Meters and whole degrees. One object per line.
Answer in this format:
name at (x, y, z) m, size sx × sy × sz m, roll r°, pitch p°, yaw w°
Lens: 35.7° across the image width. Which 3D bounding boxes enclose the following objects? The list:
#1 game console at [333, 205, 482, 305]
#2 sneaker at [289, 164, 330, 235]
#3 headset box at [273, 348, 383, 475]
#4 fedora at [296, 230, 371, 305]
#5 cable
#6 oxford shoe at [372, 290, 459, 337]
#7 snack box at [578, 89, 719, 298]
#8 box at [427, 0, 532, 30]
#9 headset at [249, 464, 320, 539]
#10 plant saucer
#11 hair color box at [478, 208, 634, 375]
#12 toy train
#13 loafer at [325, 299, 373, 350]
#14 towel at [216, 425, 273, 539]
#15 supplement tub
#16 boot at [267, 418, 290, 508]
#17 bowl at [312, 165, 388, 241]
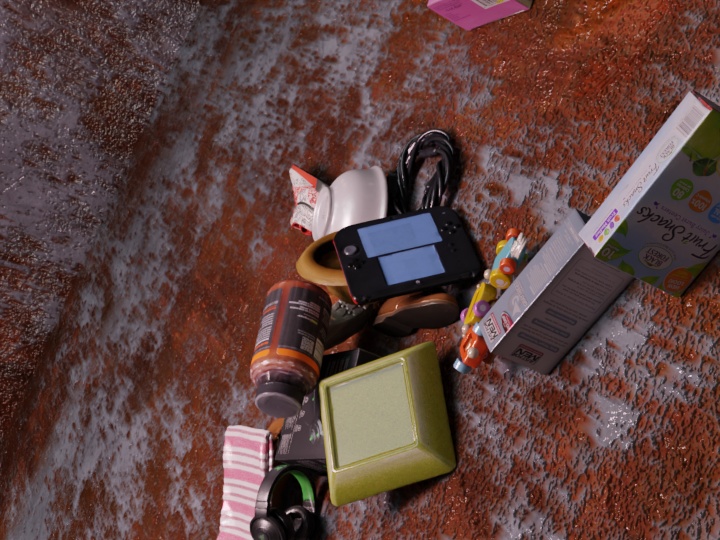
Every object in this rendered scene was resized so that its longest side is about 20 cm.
game console at (0.067, -0.027, 1.689) m, size 0.177 × 0.199 × 0.031 m, roll -110°, pitch 8°, yaw -54°
sneaker at (-0.112, -0.136, 2.193) m, size 0.108 × 0.067 × 0.201 m, roll -62°, pitch 30°, yaw 4°
headset box at (-0.031, 0.223, 1.746) m, size 0.200 × 0.093 × 0.175 m, roll -18°, pitch 54°, yaw 55°
fedora at (0.000, 0.000, 1.780) m, size 0.201 × 0.200 × 0.082 m, roll -126°, pitch 22°, yaw -59°
cable at (0.103, -0.141, 1.848) m, size 0.163 × 0.051 × 0.200 m, roll -45°, pitch 31°, yaw 26°
oxford shoe at (0.085, 0.050, 1.702) m, size 0.200 × 0.071 × 0.072 m, roll -15°, pitch 51°, yaw 58°
snack box at (0.357, -0.079, 1.233) m, size 0.200 × 0.142 × 0.053 m, roll -54°, pitch 31°, yaw 21°
box at (0.221, -0.526, 1.867) m, size 0.176 × 0.096 × 0.201 m, roll -1°, pitch 68°, yaw 61°
headset at (-0.105, 0.403, 1.730) m, size 0.094 × 0.123 × 0.201 m, roll -2°, pitch 81°, yaw 37°
plant saucer at (0.023, 0.211, 1.591) m, size 0.199 × 0.048 × 0.201 m, roll -22°, pitch 57°, yaw 22°
hair color box at (0.248, 0.030, 1.391) m, size 0.200 × 0.099 × 0.061 m, roll -53°, pitch 31°, yaw 24°
toy train at (0.189, 0.044, 1.506) m, size 0.201 × 0.055 × 0.150 m, roll -64°, pitch 7°, yaw 9°
loafer at (-0.063, 0.105, 1.823) m, size 0.070 × 0.199 × 0.070 m, roll 48°, pitch 152°, yaw 31°
towel at (-0.188, 0.355, 1.822) m, size 0.146 × 0.030 × 0.201 m, roll -7°, pitch 80°, yaw 56°
supplement tub at (-0.108, 0.120, 1.697) m, size 0.107 × 0.107 × 0.201 m, roll -36°, pitch 33°, yaw 44°
boot at (-0.131, 0.324, 1.866) m, size 0.155 × 0.073 × 0.201 m, roll -43°, pitch 35°, yaw 40°
bowl at (-0.028, -0.089, 1.929) m, size 0.201 × 0.090 × 0.202 m, roll -171°, pitch 90°, yaw -72°
